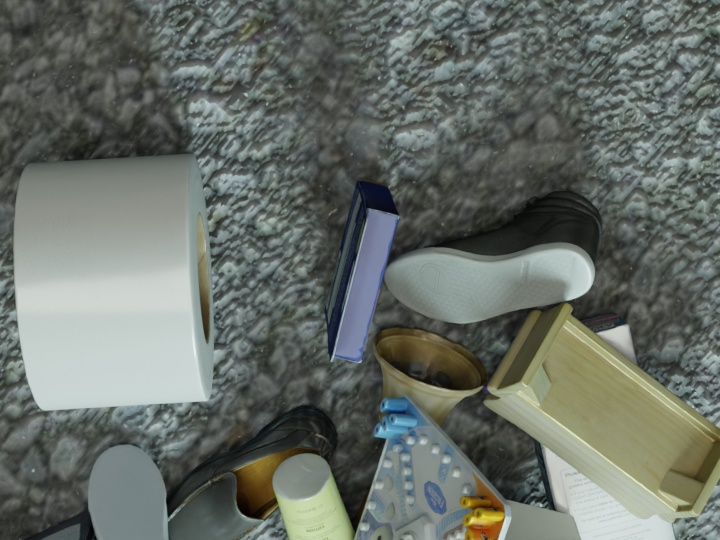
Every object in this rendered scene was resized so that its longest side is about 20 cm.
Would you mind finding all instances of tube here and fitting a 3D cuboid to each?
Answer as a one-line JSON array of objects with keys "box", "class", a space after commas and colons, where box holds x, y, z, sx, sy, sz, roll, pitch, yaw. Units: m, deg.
[{"box": [-0.029, 0.240, 1.545, 0.058, 0.052, 0.201, 18, 142, 30], "class": "tube"}]

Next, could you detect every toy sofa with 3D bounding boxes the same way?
[{"box": [0.205, 0.120, 1.489, 0.199, 0.098, 0.083, 36, 71, -9], "class": "toy sofa"}]

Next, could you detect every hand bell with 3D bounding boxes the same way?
[{"box": [0.032, 0.162, 1.559, 0.103, 0.104, 0.202, 16, 113, -4], "class": "hand bell"}]

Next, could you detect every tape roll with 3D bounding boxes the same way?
[{"box": [-0.195, 0.009, 1.456, 0.138, 0.203, 0.205, -3, 100, 1], "class": "tape roll"}]

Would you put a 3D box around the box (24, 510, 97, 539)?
[{"box": [-0.299, 0.311, 1.543, 0.199, 0.132, 0.116, -26, 101, 4], "class": "box"}]

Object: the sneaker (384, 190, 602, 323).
[{"box": [0.120, -0.014, 1.528, 0.198, 0.099, 0.071, -7, 119, 31], "class": "sneaker"}]

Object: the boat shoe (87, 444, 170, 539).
[{"box": [-0.190, 0.244, 1.530, 0.068, 0.201, 0.057, -9, 143, -14], "class": "boat shoe"}]

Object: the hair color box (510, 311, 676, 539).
[{"box": [0.202, 0.147, 1.557, 0.099, 0.061, 0.202, -14, 100, -1], "class": "hair color box"}]

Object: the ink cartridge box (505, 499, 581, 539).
[{"box": [0.090, 0.309, 1.498, 0.146, 0.145, 0.201, 15, 122, -21], "class": "ink cartridge box"}]

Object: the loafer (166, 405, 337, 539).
[{"box": [-0.107, 0.194, 1.555, 0.200, 0.072, 0.073, -41, 99, 7], "class": "loafer"}]

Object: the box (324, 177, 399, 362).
[{"box": [0.000, 0.000, 1.456, 0.032, 0.200, 0.122, 14, 100, -4], "class": "box"}]

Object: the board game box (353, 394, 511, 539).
[{"box": [0.037, 0.228, 1.421, 0.026, 0.200, 0.202, 9, 108, -27], "class": "board game box"}]
